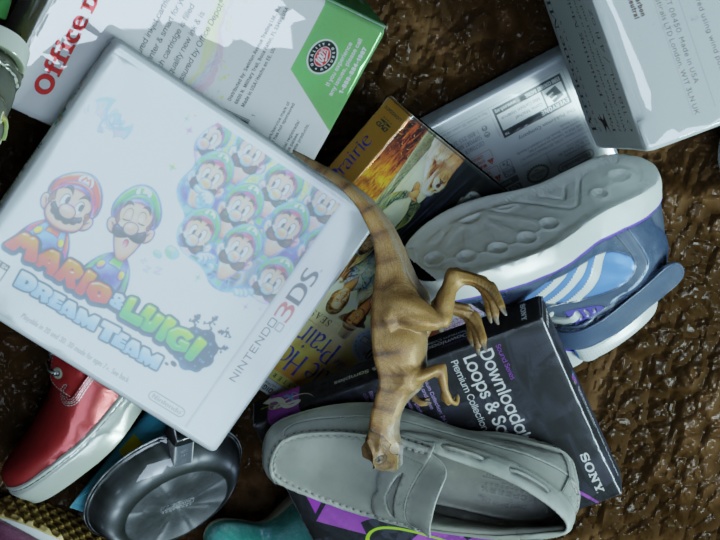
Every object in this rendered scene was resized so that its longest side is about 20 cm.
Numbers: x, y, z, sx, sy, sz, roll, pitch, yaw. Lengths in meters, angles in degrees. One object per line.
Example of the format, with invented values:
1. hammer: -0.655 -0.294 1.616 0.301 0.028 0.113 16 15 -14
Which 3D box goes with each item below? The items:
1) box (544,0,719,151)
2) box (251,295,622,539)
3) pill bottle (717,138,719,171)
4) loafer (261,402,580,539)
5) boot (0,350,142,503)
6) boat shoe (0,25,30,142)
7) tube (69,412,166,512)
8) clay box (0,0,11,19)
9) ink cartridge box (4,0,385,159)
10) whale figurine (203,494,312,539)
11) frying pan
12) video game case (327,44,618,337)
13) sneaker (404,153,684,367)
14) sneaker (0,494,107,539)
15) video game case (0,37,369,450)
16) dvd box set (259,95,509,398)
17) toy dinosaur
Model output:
1. box: 0.218 -0.198 1.696 0.200 0.131 0.199 -21 95 -6
2. box: 0.050 0.113 1.741 0.200 0.036 0.143 -22 115 10
3. pill bottle: 0.344 -0.060 1.829 0.200 0.112 0.112 23 104 -23
4. loafer: 0.038 0.128 1.690 0.199 0.070 0.070 6 117 -2
5. boot: -0.194 0.039 1.751 0.144 0.072 0.200 40 89 -25
6. boat shoe: -0.256 -0.077 1.631 0.072 0.060 0.202 21 146 -18
7. tube: -0.108 0.089 1.805 0.077 0.050 0.200 28 105 -44
8. clay box: -0.313 -0.170 1.642 0.199 0.048 0.115 12 109 -21
9. ink cartridge box: -0.110 -0.140 1.688 0.200 0.084 0.145 23 105 -23
10. whale figurine: -0.001 0.183 1.839 0.199 0.104 0.160 -16 115 -11
11. frying pan: -0.109 0.120 1.782 0.115 0.031 0.190 1 137 -42
12. video game case: 0.085 -0.029 1.823 0.200 0.023 0.183 -28 116 -4
13. sneaker: 0.116 0.020 1.773 0.200 0.081 0.147 -24 131 -26
14. sneaker: -0.181 0.227 1.827 0.200 0.075 0.090 32 96 -23
15. video game case: -0.119 -0.013 1.664 0.200 0.024 0.182 33 97 -18
16. dvd box set: 0.000 0.000 1.751 0.200 0.029 0.146 -49 137 4
17. toy dinosaur: 0.027 0.021 1.644 0.106 0.060 0.201 -5 89 -19
